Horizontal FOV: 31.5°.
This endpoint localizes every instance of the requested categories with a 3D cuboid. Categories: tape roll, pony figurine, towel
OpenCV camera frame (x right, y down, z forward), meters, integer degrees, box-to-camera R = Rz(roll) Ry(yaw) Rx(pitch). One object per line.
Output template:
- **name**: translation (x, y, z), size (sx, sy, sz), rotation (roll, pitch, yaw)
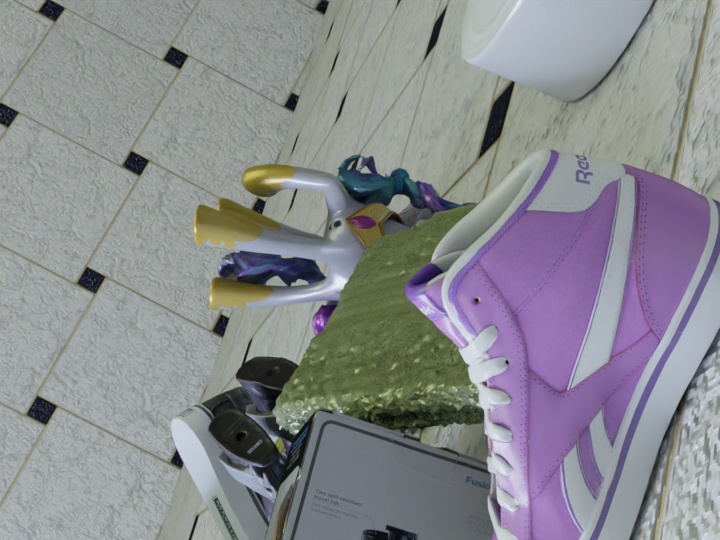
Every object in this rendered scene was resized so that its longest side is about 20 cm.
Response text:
- **tape roll**: translation (0.130, -0.207, 0.765), size (0.202, 0.070, 0.204), rotation (-161, 90, -81)
- **pony figurine**: translation (0.000, 0.000, 0.842), size (0.193, 0.199, 0.167), rotation (92, -175, -64)
- **towel**: translation (0.043, 0.023, 0.656), size (0.199, 0.036, 0.149), rotation (-16, 35, 49)

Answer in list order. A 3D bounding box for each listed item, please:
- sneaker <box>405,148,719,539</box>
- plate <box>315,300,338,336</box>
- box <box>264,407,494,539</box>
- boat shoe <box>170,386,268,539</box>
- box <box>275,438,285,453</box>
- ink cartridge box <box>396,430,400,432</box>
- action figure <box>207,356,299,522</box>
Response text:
- **sneaker**: translation (0.060, 0.050, 0.502), size (0.073, 0.114, 0.202), rotation (-119, 48, -76)
- **plate**: translation (-0.025, 0.078, 0.998), size (0.200, 0.025, 0.201), rotation (16, -90, -87)
- **box**: translation (0.003, 0.176, 0.572), size (0.060, 0.116, 0.201), rotation (124, 162, -66)
- **boat shoe**: translation (-0.056, 0.176, 0.878), size (0.068, 0.201, 0.072), rotation (-26, -7, -27)
- **box**: translation (-0.056, 0.196, 1.113), size (0.118, 0.048, 0.201), rotation (119, 168, -48)
- **ink cartridge box**: translation (0.008, 0.099, 0.955), size (0.099, 0.039, 0.201), rotation (128, 161, -65)
- **action figure**: translation (-0.032, 0.151, 0.781), size (0.130, 0.069, 0.201), rotation (-51, -43, -33)
